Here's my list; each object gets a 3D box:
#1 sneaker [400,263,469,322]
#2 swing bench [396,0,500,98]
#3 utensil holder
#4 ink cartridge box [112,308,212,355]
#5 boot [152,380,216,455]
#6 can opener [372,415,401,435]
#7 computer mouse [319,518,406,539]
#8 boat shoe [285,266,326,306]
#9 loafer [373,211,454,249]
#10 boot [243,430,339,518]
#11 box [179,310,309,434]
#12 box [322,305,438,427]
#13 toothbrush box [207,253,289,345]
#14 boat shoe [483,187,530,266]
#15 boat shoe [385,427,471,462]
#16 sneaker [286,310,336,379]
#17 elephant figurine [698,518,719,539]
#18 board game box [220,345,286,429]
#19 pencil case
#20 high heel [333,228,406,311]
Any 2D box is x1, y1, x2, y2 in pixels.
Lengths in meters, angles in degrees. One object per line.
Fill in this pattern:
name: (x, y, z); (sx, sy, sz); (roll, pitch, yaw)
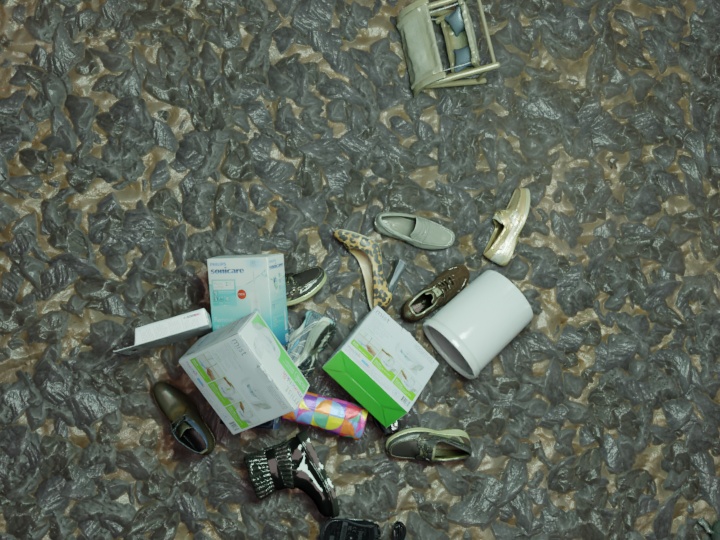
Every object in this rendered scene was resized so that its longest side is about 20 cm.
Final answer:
sneaker: (0.184, 0.056, 1.756); (0.200, 0.076, 0.071); (-39, 89, -10)
swing bench: (0.205, -0.547, 1.804); (0.199, 0.130, 0.200); (-13, 86, -9)
utensil holder: (0.271, 0.121, 1.718); (0.200, 0.170, 0.170); (-41, 90, -13)
ink cartridge box: (-0.418, 0.133, 1.604); (0.199, 0.196, 0.044); (-15, 84, -10)
boot: (-0.387, 0.322, 1.636); (0.075, 0.097, 0.200); (-41, 90, -10)
can opener: (0.043, 0.281, 1.720); (0.063, 0.079, 0.201); (-13, 72, -17)
computer mouse: (-0.001, 0.627, 1.683); (0.199, 0.046, 0.141); (6, 87, -12)
boat shoe: (-0.172, 0.041, 1.696); (0.199, 0.073, 0.065); (-29, 130, -10)
loafer: (0.130, -0.095, 1.769); (0.199, 0.070, 0.070); (11, 82, -6)
boot: (-0.153, 0.477, 1.656); (0.157, 0.079, 0.212); (-25, 76, -17)
box: (-0.238, 0.213, 1.535); (0.176, 0.097, 0.200); (-27, 105, 28)
box: (0.049, 0.210, 1.670); (0.200, 0.097, 0.177); (42, 44, -2)
toothbrush box: (-0.241, 0.067, 1.610); (0.146, 0.085, 0.201); (0, 95, 19)
boat shoe: (0.351, -0.114, 1.800); (0.069, 0.074, 0.201); (21, 82, -11)
boat shoe: (0.159, 0.403, 1.707); (0.199, 0.065, 0.074); (-4, 117, -8)
sneaker: (-0.137, 0.182, 1.709); (0.086, 0.078, 0.200); (37, 93, 32)
elephant figurine: (0.923, 0.636, 1.725); (0.155, 0.200, 0.142); (-19, 86, -9)
board game box: (-0.239, 0.247, 1.669); (0.135, 0.035, 0.201); (1, 82, 19)
pencil case: (-0.079, 0.324, 1.685); (0.199, 0.088, 0.089); (18, 81, -5)
high heel: (0.000, 0.000, 1.737); (0.200, 0.071, 0.143); (31, 74, -12)
